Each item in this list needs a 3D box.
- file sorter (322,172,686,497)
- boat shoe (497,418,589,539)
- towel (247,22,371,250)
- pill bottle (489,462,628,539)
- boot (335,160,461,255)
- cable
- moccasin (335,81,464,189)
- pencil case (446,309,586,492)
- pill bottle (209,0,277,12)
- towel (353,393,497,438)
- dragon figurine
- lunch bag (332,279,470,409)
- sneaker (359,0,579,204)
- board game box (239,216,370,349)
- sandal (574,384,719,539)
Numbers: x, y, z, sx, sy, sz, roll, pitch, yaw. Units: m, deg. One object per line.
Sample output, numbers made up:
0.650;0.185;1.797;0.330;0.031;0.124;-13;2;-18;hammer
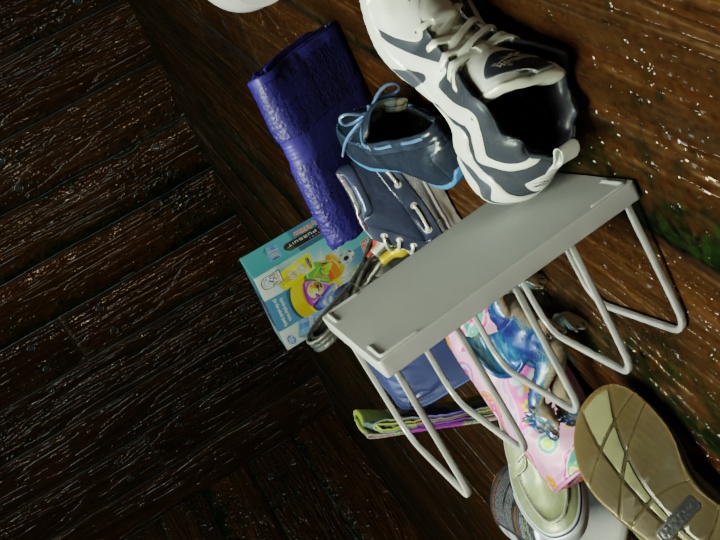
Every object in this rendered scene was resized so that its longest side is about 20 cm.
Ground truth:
0.102;0.037;0.648;0.125;0.200;0.139;58;171;-17;file sorter
0.170;0.178;0.930;0.062;0.072;0.200;44;-157;-44;boat shoe
-0.035;-0.140;0.968;0.049;0.148;0.201;-6;119;41;towel
0.208;0.262;1.029;0.106;0.106;0.200;60;170;-2;pill bottle
0.054;-0.039;0.953;0.201;0.090;0.073;61;170;-9;boot
0.000;0.000;1.031;0.050;0.200;0.097;54;167;-28;cable
0.035;-0.133;0.845;0.068;0.081;0.200;49;164;-33;moccasin
0.160;0.108;0.880;0.200;0.087;0.087;57;170;19;pencil case
-0.141;-0.341;0.976;0.200;0.112;0.113;48;165;49;pill bottle
0.096;0.161;1.065;0.144;0.199;0.023;165;98;-83;towel
0.134;0.057;0.815;0.200;0.059;0.100;46;132;29;dragon figurine
0.054;0.052;1.087;0.133;0.136;0.200;64;170;-22;lunch bag
0.078;-0.140;0.599;0.200;0.079;0.130;64;165;-3;sneaker
-0.039;-0.005;1.192;0.047;0.200;0.151;51;167;40;board game box
0.242;0.178;0.718;0.200;0.080;0.054;49;-169;29;sandal
